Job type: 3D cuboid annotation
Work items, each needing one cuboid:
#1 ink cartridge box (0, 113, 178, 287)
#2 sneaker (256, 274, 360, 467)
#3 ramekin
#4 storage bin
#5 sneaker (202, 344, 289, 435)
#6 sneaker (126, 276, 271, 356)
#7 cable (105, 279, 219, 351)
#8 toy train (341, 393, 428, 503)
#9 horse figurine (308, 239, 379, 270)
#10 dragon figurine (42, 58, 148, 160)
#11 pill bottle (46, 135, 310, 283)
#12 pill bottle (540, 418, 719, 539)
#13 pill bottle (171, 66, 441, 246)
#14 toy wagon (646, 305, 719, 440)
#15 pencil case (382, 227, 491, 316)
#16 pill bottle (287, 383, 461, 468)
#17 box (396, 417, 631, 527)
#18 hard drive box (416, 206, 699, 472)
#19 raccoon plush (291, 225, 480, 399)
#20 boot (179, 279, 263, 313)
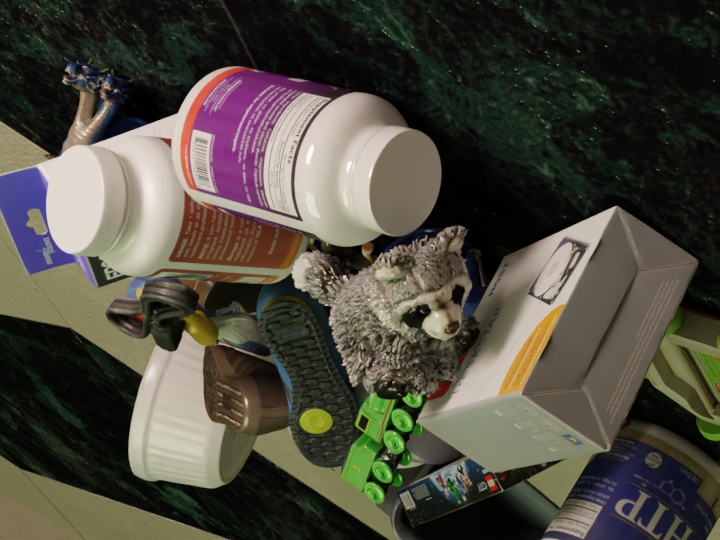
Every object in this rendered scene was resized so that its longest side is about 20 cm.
[{"bbox_3d":[-0.206,-0.052,1.704,0.198,0.199,0.044,84,166,-66],"label":"ink cartridge box"},{"bbox_3d":[-0.042,0.084,1.763,0.066,0.079,0.201,-12,122,8],"label":"sneaker"},{"bbox_3d":[-0.159,0.134,2.060,0.094,0.203,0.203,17,157,12],"label":"ramekin"},{"bbox_3d":[0.106,0.270,2.040,0.200,0.146,0.134,40,170,-14],"label":"storage bin"},{"bbox_3d":[-0.100,0.117,1.881,0.075,0.071,0.200,1,-168,-17],"label":"sneaker"},{"bbox_3d":[-0.141,0.016,1.834,0.075,0.088,0.200,16,176,33],"label":"sneaker"},{"bbox_3d":[-0.169,0.025,1.655,0.097,0.050,0.200,21,162,5],"label":"cable"},{"bbox_3d":[0.027,0.125,1.707,0.056,0.042,0.200,35,135,18],"label":"toy train"},{"bbox_3d":[0.000,0.000,1.684,0.200,0.050,0.133,21,154,29],"label":"horse figurine"},{"bbox_3d":[-0.216,-0.116,1.738,0.059,0.100,0.200,34,176,24],"label":"dragon figurine"},{"bbox_3d":[-0.144,-0.049,1.578,0.200,0.113,0.112,4,-176,-41],"label":"pill bottle"},{"bbox_3d":[0.216,0.237,1.662,0.119,0.200,0.120,30,161,12],"label":"pill bottle"},{"bbox_3d":[-0.039,-0.083,1.456,0.200,0.113,0.113,17,154,41],"label":"pill bottle"},{"bbox_3d":[0.254,0.073,1.458,0.200,0.040,0.155,19,155,40],"label":"toy wagon"},{"bbox_3d":[0.092,0.046,1.604,0.087,0.078,0.200,-23,131,20],"label":"pencil case"},{"bbox_3d":[0.020,0.126,1.853,0.114,0.114,0.200,43,160,-24],"label":"pill bottle"},{"bbox_3d":[0.128,0.163,1.702,0.038,0.136,0.200,64,155,6],"label":"box"},{"bbox_3d":[0.138,0.055,1.419,0.077,0.156,0.200,33,161,-10],"label":"hard drive box"},{"bbox_3d":[0.004,0.006,1.432,0.200,0.097,0.134,25,141,32],"label":"raccoon plush"},{"bbox_3d":[-0.112,-0.009,1.758,0.075,0.074,0.200,39,-169,18],"label":"boot"}]
